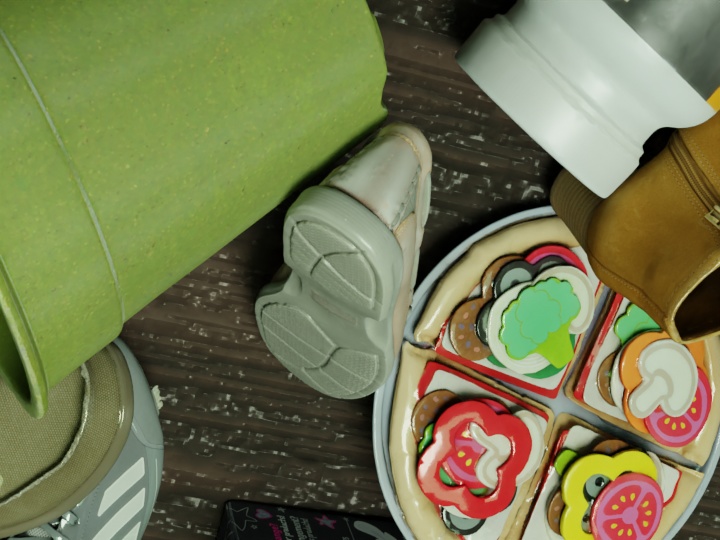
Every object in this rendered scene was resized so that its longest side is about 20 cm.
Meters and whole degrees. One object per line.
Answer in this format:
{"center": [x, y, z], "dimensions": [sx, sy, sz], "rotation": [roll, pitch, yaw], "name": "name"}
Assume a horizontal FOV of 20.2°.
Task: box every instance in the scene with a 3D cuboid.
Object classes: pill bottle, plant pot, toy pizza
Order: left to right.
{"center": [-0.095, -0.072, 0.828], "dimensions": [0.189, 0.200, 0.201], "rotation": [-27, 119, -16], "name": "plant pot"}
{"center": [0.100, 0.069, 0.989], "dimensions": [0.198, 0.032, 0.202], "rotation": [-4, 100, -21], "name": "toy pizza"}
{"center": [0.141, -0.136, 0.887], "dimensions": [0.116, 0.117, 0.200], "rotation": [37, 100, -27], "name": "pill bottle"}

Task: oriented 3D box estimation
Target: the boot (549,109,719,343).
{"center": [0.193, -0.049, 0.919], "dimensions": [0.200, 0.144, 0.071], "rotation": [-35, 125, -5], "name": "boot"}

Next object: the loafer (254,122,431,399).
{"center": [0.000, 0.000, 0.895], "dimensions": [0.072, 0.200, 0.063], "rotation": [35, 69, 6], "name": "loafer"}

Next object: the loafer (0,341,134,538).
{"center": [-0.189, 0.088, 0.894], "dimensions": [0.199, 0.077, 0.067], "rotation": [-30, 158, 17], "name": "loafer"}

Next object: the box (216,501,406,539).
{"center": [-0.031, 0.237, 1.004], "dimensions": [0.114, 0.132, 0.202], "rotation": [10, 110, -16], "name": "box"}

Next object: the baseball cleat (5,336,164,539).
{"center": [-0.140, 0.128, 0.938], "dimensions": [0.069, 0.106, 0.202], "rotation": [14, 116, 21], "name": "baseball cleat"}
